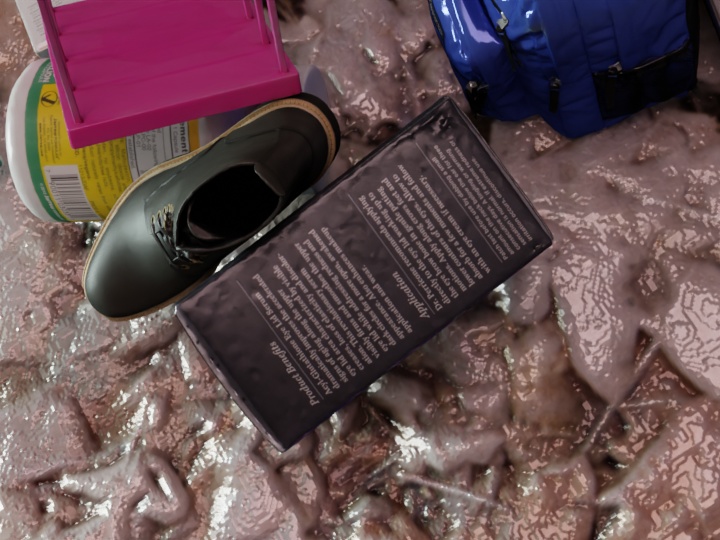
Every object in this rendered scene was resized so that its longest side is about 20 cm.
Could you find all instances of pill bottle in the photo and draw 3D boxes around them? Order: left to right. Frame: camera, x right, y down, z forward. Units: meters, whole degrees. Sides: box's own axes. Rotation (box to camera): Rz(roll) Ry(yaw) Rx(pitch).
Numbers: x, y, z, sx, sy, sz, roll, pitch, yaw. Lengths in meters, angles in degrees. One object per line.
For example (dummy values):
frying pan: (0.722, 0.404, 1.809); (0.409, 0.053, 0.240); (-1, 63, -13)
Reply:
pill bottle: (-0.124, -0.091, 0.822); (0.197, 0.113, 0.114); (-1, 75, 12)

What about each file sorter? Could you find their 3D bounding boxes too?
file sorter: (-0.135, -0.188, 0.752); (0.137, 0.127, 0.201); (-16, 35, -10)

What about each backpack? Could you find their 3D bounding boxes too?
backpack: (0.124, -0.180, 0.748); (0.166, 0.200, 0.164); (-23, 72, 5)

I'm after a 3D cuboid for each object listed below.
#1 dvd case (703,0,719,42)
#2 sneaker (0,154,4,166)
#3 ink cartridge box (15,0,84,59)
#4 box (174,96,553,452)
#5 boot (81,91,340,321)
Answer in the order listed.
dvd case: (0.278, -0.236, 0.782); (0.148, 0.025, 0.202); (-17, 53, 13)
sneaker: (-0.321, -0.145, 0.912); (0.092, 0.070, 0.202); (-16, 69, -11)
ink cartridge box: (-0.220, -0.258, 0.922); (0.108, 0.050, 0.202); (-26, 71, 4)
box: (0.000, 0.000, 0.742); (0.199, 0.148, 0.105); (-38, 93, 1)
boot: (-0.108, -0.022, 0.708); (0.200, 0.139, 0.078); (-41, 99, 21)
